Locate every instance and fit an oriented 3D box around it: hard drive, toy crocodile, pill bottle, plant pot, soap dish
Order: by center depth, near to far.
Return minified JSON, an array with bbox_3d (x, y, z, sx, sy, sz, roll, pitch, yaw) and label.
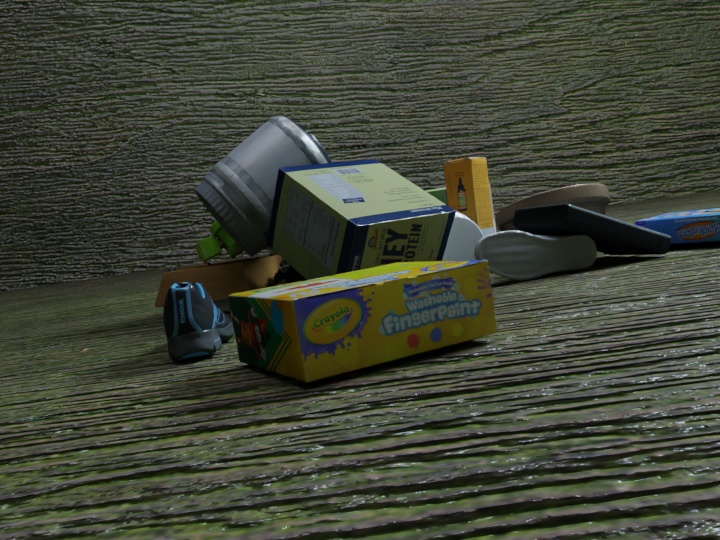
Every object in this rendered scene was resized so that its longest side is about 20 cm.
[{"bbox_3d":[0.359,-0.061,1.183,0.199,0.033,0.139,13,-4,-22],"label":"hard drive"},{"bbox_3d":[0.141,-0.046,1.297,0.113,0.115,0.200,-8,4,-7],"label":"pill bottle"},{"bbox_3d":[-0.230,0.023,1.299,0.199,0.082,0.157,-7,5,27],"label":"soap dish"},{"bbox_3d":[0.345,-0.077,1.328,0.199,0.093,0.201,-10,-11,-2],"label":"plant pot"},{"bbox_3d":[-0.203,-0.080,1.342,0.200,0.068,0.062,-40,-6,-17],"label":"toy crocodile"}]

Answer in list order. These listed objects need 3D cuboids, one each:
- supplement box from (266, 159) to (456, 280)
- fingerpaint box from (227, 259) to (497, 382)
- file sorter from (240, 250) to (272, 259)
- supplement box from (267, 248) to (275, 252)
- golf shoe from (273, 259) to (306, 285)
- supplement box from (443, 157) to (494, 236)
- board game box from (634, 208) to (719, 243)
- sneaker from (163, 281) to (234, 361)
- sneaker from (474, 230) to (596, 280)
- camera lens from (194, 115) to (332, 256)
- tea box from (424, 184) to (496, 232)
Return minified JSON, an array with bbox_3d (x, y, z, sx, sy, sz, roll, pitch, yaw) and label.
[{"bbox_3d":[-0.002,-0.065,1.157,0.199,0.135,0.200,-12,37,-38],"label":"supplement box"},{"bbox_3d":[-0.002,0.042,0.715,0.199,0.074,0.167,-11,5,-28],"label":"fingerpaint box"},{"bbox_3d":[-0.178,-0.050,1.827,0.138,0.126,0.199,-2,7,42],"label":"file sorter"},{"bbox_3d":[-0.084,-0.094,1.417,0.125,0.074,0.199,16,-29,-38],"label":"supplement box"},{"bbox_3d":[-0.081,-0.003,1.279,0.077,0.089,0.201,8,44,21],"label":"golf shoe"},{"bbox_3d":[0.207,-0.109,1.414,0.066,0.202,0.069,-3,7,41],"label":"supplement box"},{"bbox_3d":[0.582,-0.077,1.251,0.199,0.045,0.152,-4,6,44],"label":"board game box"},{"bbox_3d":[-0.191,0.050,0.895,0.073,0.083,0.200,-10,4,-10],"label":"sneaker"},{"bbox_3d":[0.244,-0.022,1.153,0.198,0.074,0.115,1,0,-20],"label":"sneaker"},{"bbox_3d":[-0.151,-0.142,1.244,0.200,0.160,0.160,-42,11,-9],"label":"camera lens"},{"bbox_3d":[0.163,-0.107,1.616,0.196,0.135,0.200,-7,4,32],"label":"tea box"}]
